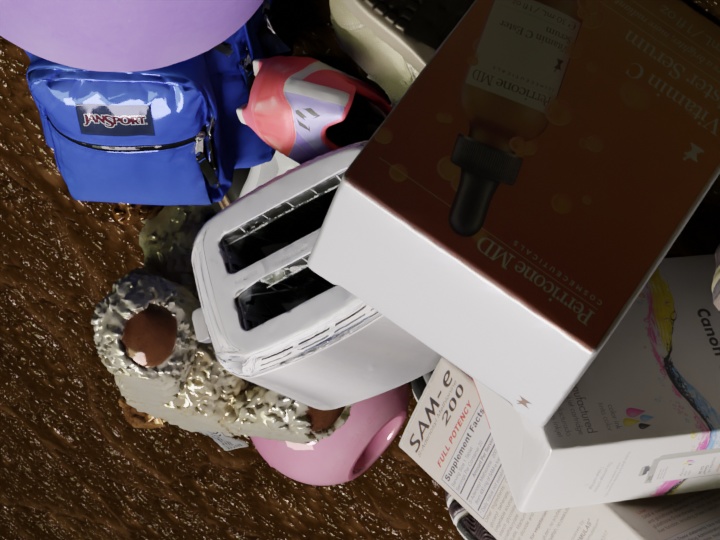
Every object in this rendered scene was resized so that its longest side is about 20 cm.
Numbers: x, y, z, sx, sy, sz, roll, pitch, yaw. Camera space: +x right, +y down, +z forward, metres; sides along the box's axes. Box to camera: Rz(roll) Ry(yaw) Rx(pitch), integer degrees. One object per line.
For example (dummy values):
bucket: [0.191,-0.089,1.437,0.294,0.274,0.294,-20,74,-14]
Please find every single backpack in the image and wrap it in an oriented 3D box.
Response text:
backpack: [-0.122,-0.146,1.316,0.161,0.169,0.201,-2,141,4]

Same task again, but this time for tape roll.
tape roll: [-0.128,-0.212,1.183,0.200,0.200,0.085,37,155,2]

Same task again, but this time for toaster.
toaster: [0.000,0.000,1.294,0.199,0.114,0.129,-25,158,26]

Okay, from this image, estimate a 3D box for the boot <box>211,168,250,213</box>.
boot: [0.006,-0.031,1.483,0.200,0.078,0.138,38,144,-9]

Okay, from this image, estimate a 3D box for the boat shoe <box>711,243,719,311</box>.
boat shoe: [0.243,-0.046,1.105,0.074,0.074,0.200,21,140,-33]

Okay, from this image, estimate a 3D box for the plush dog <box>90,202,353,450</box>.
plush dog: [-0.103,0.019,1.556,0.199,0.173,0.160,21,161,-27]

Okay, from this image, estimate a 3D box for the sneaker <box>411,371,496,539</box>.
sneaker: [0.107,0.136,1.542,0.115,0.075,0.201,43,-160,-38]

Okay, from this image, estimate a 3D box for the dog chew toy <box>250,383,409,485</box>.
dog chew toy: [-0.060,0.064,1.661,0.200,0.124,0.125,40,156,15]

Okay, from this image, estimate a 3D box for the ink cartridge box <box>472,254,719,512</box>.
ink cartridge box: [0.168,0.056,1.234,0.068,0.199,0.117,110,149,-50]

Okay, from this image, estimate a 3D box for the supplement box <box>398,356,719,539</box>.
supplement box: [0.137,0.123,1.291,0.200,0.126,0.074,43,124,28]

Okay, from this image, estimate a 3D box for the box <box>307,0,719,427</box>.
box: [0.094,-0.052,1.156,0.152,0.200,0.106,34,154,4]

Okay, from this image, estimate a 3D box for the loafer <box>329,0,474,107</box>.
loafer: [0.059,-0.106,1.270,0.200,0.076,0.068,47,156,2]

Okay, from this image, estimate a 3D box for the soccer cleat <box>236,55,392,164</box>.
soccer cleat: [0.003,-0.074,1.336,0.076,0.067,0.200,15,172,31]

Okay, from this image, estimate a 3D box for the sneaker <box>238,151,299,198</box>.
sneaker: [-0.036,-0.017,1.437,0.088,0.074,0.202,0,97,35]
